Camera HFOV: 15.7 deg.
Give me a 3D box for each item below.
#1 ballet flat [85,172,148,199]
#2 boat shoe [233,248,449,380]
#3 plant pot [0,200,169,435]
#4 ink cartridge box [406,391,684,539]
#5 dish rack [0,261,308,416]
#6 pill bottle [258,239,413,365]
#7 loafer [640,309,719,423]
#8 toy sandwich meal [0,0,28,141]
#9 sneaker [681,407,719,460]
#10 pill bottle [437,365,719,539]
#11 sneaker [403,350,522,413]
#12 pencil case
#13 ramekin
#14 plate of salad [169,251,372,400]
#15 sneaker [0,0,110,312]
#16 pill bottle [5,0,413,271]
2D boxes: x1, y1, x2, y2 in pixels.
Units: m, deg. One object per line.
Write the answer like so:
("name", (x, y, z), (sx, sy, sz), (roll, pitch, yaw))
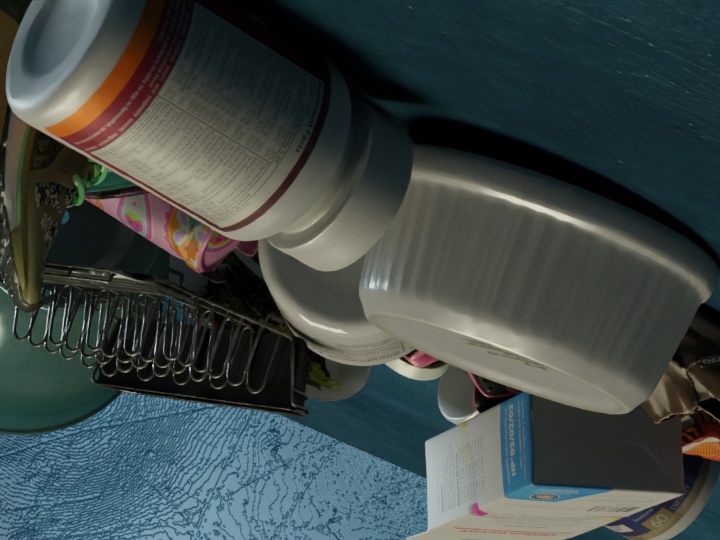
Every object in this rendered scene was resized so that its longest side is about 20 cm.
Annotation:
("ballet flat", (-0.082, -0.078, 1.492), (0.200, 0.069, 0.071), (-4, -156, 14))
("boat shoe", (-0.011, -0.004, 1.844), (0.202, 0.072, 0.060), (36, 133, 9))
("plant pot", (-0.214, -0.009, 1.740), (0.200, 0.200, 0.188), (26, 157, -8))
("ink cartridge box", (0.119, 0.137, 1.763), (0.115, 0.068, 0.200), (6, 162, -23))
("dish rack", (-0.133, 0.035, 1.562), (0.153, 0.055, 0.200), (4, 167, 30))
("pill bottle", (0.000, 0.000, 1.641), (0.114, 0.114, 0.200), (24, 172, 7))
("loafer", (0.190, 0.058, 1.592), (0.200, 0.071, 0.073), (25, 172, 1))
("toy sandwich meal", (-0.258, -0.098, 1.498), (0.205, 0.205, 0.070), (30, -179, -33))
("sneaker", (0.265, 0.099, 1.718), (0.077, 0.073, 0.200), (5, -176, -22))
("pill bottle", (0.157, 0.113, 1.905), (0.200, 0.111, 0.111), (29, 171, -27))
("sneaker", (0.116, 0.059, 1.750), (0.200, 0.095, 0.079), (21, 169, 19))
("pencil case", (-0.147, -0.076, 1.611), (0.200, 0.087, 0.087), (32, 174, 13))
("ramekin", (0.091, 0.009, 1.454), (0.202, 0.094, 0.202), (20, 172, 3))
("plate of salad", (-0.064, 0.010, 1.892), (0.200, 0.048, 0.200), (33, -151, -22))
("sneaker", (-0.147, -0.073, 1.398), (0.089, 0.200, 0.077), (10, 168, -8))
("pill bottle", (-0.075, -0.083, 1.356), (0.200, 0.110, 0.110), (30, 171, -31))
